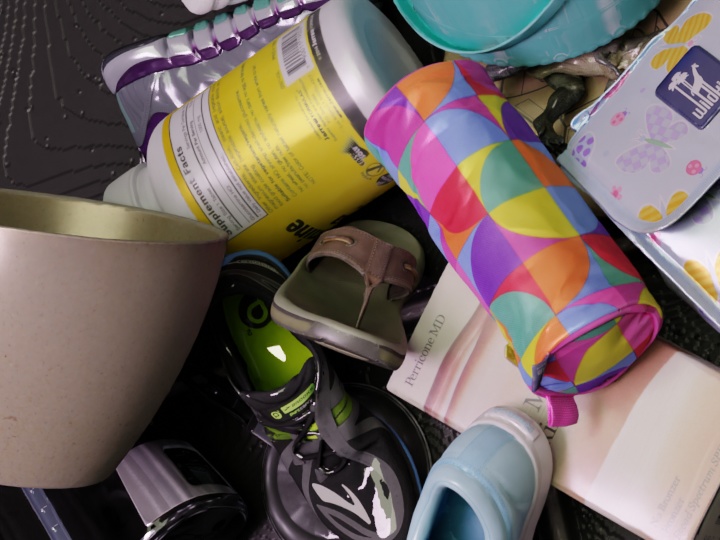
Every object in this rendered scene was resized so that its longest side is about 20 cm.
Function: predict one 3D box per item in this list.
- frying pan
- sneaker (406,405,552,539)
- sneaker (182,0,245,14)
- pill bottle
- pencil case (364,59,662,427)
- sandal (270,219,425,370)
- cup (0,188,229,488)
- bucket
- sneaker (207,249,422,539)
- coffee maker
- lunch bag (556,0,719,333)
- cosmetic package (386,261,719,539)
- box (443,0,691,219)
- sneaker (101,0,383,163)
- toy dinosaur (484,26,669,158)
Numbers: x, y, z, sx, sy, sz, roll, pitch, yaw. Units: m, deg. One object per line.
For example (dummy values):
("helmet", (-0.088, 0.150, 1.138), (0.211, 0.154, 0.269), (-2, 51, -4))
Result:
("frying pan", (-0.032, 0.096, 1.213), (0.115, 0.031, 0.191), (-40, 70, 12))
("sneaker", (0.050, 0.170, 1.084), (0.073, 0.082, 0.202), (24, 126, 31))
("sneaker", (-0.096, -0.236, 1.287), (0.088, 0.076, 0.201), (-12, 47, -19))
("pill bottle", (-0.055, -0.068, 1.192), (0.199, 0.112, 0.113), (-32, 68, 21))
("pencil case", (0.079, -0.020, 1.060), (0.088, 0.088, 0.201), (-38, 60, 13))
("sandal", (-0.001, -0.001, 1.124), (0.079, 0.201, 0.058), (20, 112, -1))
("cup", (-0.178, 0.038, 1.085), (0.198, 0.200, 0.145), (10, 97, 26))
("bucket", (0.090, -0.225, 1.122), (0.205, 0.135, 0.209), (-12, 52, 16))
("sneaker", (-0.034, 0.083, 1.140), (0.070, 0.083, 0.201), (-31, 91, 16))
("coffee maker", (-0.187, 0.131, 1.235), (0.201, 0.134, 0.193), (55, 130, 24))
("lunch bag", (0.222, -0.052, 1.053), (0.170, 0.127, 0.200), (-44, 76, 6))
("cosmetic package", (0.129, 0.073, 1.108), (0.199, 0.087, 0.104), (27, 93, 27))
("box", (0.141, -0.113, 1.175), (0.198, 0.021, 0.165), (6, 83, 26))
("sneaker", (-0.066, -0.125, 1.259), (0.198, 0.074, 0.088), (-15, 96, 25))
("toy dinosaur", (0.103, -0.118, 1.156), (0.198, 0.048, 0.089), (15, 71, 28))
